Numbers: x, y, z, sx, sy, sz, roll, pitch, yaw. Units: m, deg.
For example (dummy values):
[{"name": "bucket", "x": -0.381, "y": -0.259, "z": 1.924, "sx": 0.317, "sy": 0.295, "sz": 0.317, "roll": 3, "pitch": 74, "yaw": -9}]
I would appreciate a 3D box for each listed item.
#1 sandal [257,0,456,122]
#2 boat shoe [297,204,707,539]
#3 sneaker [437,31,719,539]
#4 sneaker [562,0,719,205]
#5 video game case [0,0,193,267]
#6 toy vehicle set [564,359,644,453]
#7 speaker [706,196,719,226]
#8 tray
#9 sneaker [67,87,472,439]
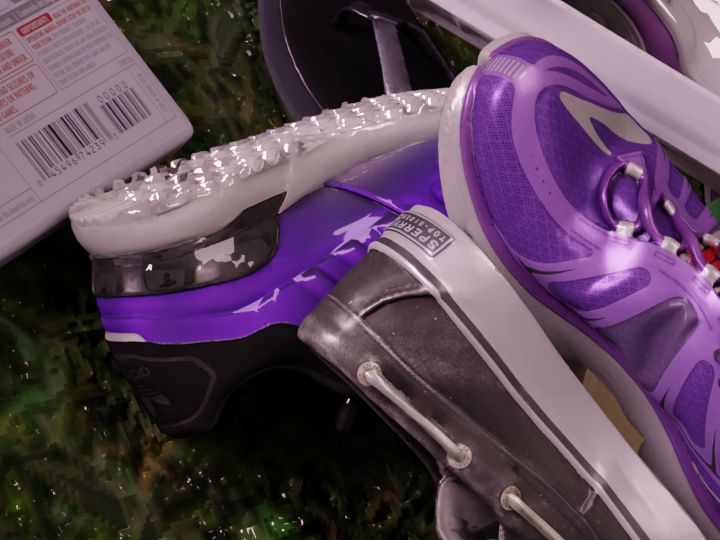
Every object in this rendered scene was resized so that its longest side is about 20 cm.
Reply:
[{"name": "sandal", "x": 0.027, "y": -0.036, "z": 0.910, "sx": 0.076, "sy": 0.043, "sz": 0.201, "roll": -11, "pitch": 70, "yaw": -47}, {"name": "boat shoe", "x": 0.052, "y": 0.071, "z": 0.801, "sx": 0.064, "sy": 0.071, "sz": 0.200, "roll": -43, "pitch": 113, "yaw": -11}, {"name": "sneaker", "x": 0.105, "y": 0.005, "z": 0.802, "sx": 0.081, "sy": 0.083, "sz": 0.200, "roll": -44, "pitch": 102, "yaw": -28}, {"name": "sneaker", "x": 0.164, "y": -0.073, "z": 1.031, "sx": 0.200, "sy": 0.075, "sz": 0.100, "roll": 51, "pitch": 51, "yaw": -6}, {"name": "video game case", "x": -0.164, "y": -0.074, "z": 0.773, "sx": 0.182, "sy": 0.022, "sz": 0.200, "roll": 53, "pitch": 41, "yaw": -1}, {"name": "toy vehicle set", "x": 0.136, "y": 0.127, "z": 0.909, "sx": 0.200, "sy": 0.026, "sz": 0.125, "roll": 39, "pitch": 42, "yaw": -16}, {"name": "speaker", "x": 0.205, "y": 0.052, "z": 0.984, "sx": 0.200, "sy": 0.088, "sz": 0.089, "roll": 35, "pitch": 43, "yaw": -20}, {"name": "tray", "x": 0.089, "y": -0.065, "z": 0.894, "sx": 0.199, "sy": 0.022, "sz": 0.107, "roll": 32, "pitch": 2, "yaw": 4}, {"name": "sneaker", "x": -0.001, "y": 0.000, "z": 0.829, "sx": 0.199, "sy": 0.069, "sz": 0.100, "roll": -19, "pitch": 101, "yaw": -33}]
